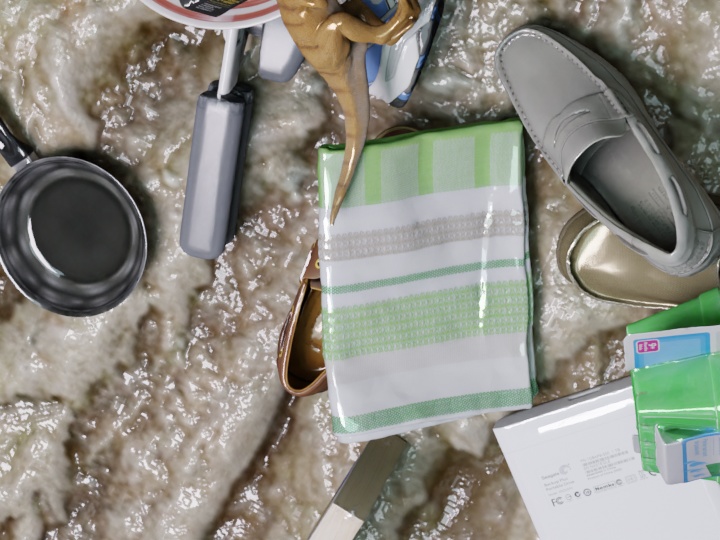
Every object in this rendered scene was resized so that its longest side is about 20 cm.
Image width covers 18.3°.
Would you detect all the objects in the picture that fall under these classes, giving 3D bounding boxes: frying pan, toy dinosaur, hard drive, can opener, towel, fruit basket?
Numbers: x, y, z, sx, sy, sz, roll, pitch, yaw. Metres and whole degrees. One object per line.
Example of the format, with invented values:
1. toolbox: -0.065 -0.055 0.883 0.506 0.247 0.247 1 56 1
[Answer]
1. frying pan: -0.228 -0.047 1.547 0.190 0.031 0.115 37 114 4
2. toy dinosaur: -0.013 -0.137 1.363 0.106 0.060 0.200 -22 121 10
3. hard drive: 0.188 0.173 1.518 0.132 0.027 0.200 -19 102 20
4. can opener: -0.079 -0.102 1.476 0.066 0.053 0.201 17 113 7
5. towel: 0.046 0.007 1.453 0.149 0.031 0.201 -11 110 -21
6. fruit basket: 0.265 0.075 1.382 0.199 0.185 0.094 -1 65 8

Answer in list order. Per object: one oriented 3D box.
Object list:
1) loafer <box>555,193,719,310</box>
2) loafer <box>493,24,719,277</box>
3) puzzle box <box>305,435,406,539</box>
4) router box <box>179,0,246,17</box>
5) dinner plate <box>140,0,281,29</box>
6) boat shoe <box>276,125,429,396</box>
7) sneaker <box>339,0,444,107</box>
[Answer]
1. loafer: 0.220 -0.010 1.422 0.199 0.067 0.076 -2 108 15
2. loafer: 0.149 -0.079 1.388 0.070 0.070 0.200 -49 67 18
3. puzzle box: -0.039 0.211 1.533 0.025 0.133 0.200 32 114 2
4. router box: -0.070 -0.279 1.372 0.157 0.052 0.201 -26 81 19
5. dinner plate: -0.080 -0.251 1.416 0.199 0.024 0.201 0 90 21
6. boat shoe: -0.001 0.000 1.483 0.072 0.068 0.200 27 113 4
7. sneaker: 0.024 -0.202 1.401 0.077 0.076 0.201 20 111 2
